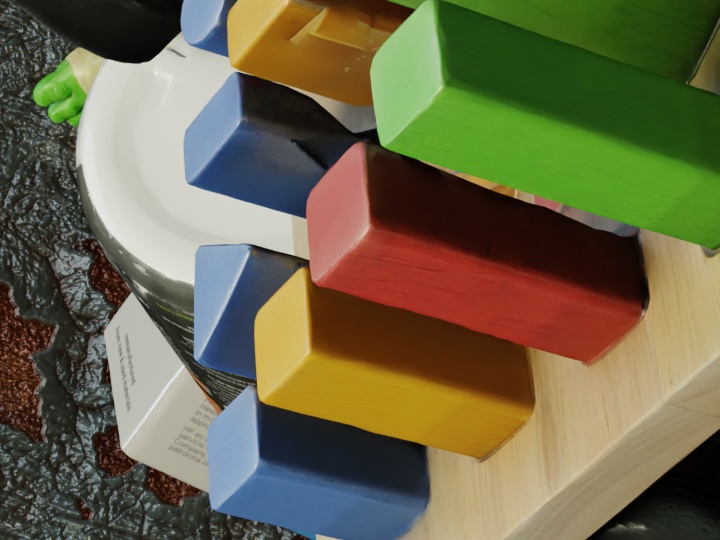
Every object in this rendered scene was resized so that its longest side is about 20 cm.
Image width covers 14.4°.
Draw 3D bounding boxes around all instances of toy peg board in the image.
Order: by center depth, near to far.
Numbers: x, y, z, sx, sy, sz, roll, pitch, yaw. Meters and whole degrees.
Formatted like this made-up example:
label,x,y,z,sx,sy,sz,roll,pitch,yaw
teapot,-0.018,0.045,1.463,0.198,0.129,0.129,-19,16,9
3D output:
label,x,y,z,sx,sy,sz,roll,pitch,yaw
toy peg board,0.010,-0.046,0.628,0.199,0.097,0.201,-45,38,42

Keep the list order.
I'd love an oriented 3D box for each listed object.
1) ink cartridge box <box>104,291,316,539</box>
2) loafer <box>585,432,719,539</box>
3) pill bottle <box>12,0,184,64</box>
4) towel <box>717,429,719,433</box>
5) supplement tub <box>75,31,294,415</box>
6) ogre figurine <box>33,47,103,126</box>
label,x,y,z,sx,sy,sz,roll,pitch,yaw
ink cartridge box,0.022,-0.001,1.021,0.200,0.146,0.084,-52,27,21
loafer,0.052,0.129,0.685,0.201,0.073,0.072,-64,-8,25
pill bottle,-0.021,-0.153,0.741,0.200,0.112,0.112,-45,8,20
towel,0.079,0.127,0.873,0.193,0.034,0.201,-64,-11,-60
supplement tub,0.000,0.000,0.864,0.200,0.122,0.123,60,-137,-59
ogre figurine,-0.059,-0.079,1.078,0.098,0.120,0.201,-1,-52,-41
